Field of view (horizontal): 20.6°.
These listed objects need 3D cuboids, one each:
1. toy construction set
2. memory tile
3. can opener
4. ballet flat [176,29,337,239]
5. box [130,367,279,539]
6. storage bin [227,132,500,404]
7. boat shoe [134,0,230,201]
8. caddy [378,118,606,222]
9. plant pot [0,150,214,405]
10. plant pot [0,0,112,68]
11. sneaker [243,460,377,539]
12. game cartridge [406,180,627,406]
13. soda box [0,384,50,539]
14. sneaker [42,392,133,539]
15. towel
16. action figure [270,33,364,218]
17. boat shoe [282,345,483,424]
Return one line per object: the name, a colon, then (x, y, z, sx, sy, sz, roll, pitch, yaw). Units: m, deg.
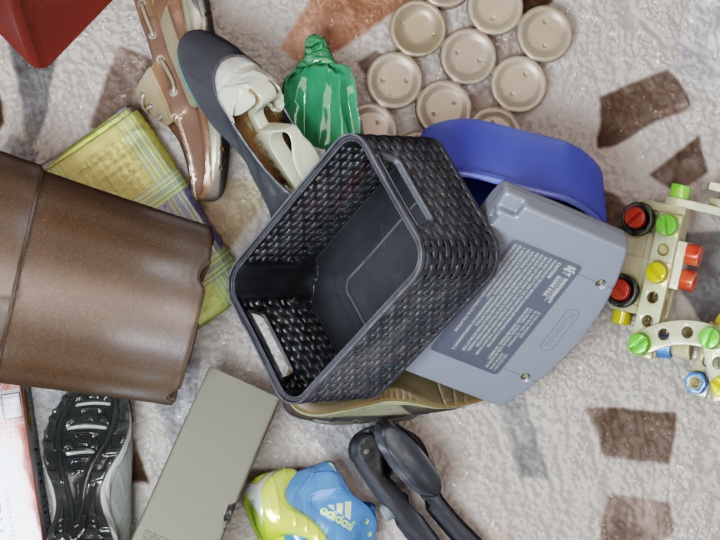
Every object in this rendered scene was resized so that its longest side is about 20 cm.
toy construction set: (0.282, 0.004, 1.685, 0.130, 0.092, 0.202, 13, 78, 23)
memory tile: (0.083, -0.163, 1.725, 0.152, 0.017, 0.201, 27, 87, 0)
can opener: (0.059, 0.213, 1.683, 0.063, 0.079, 0.201, -32, 101, 2)
ballet flat: (-0.077, -0.120, 1.630, 0.073, 0.073, 0.201, -31, 93, -3)
box: (-0.135, 0.185, 1.618, 0.068, 0.082, 0.201, 24, 53, -1)
storage bin: (0.000, 0.000, 1.564, 0.200, 0.093, 0.136, -49, 59, 35)
boat shoe: (-0.154, -0.154, 1.692, 0.071, 0.076, 0.202, -9, 78, 1)
caddy: (0.114, -0.036, 1.643, 0.198, 0.142, 0.105, 13, 45, -3)
plant pot: (-0.230, 0.017, 1.603, 0.196, 0.200, 0.202, 14, 86, -9)
plant pot: (-0.276, -0.316, 1.640, 0.200, 0.176, 0.200, 44, 87, 0)
sneaker: (-0.018, 0.253, 1.670, 0.104, 0.076, 0.201, -24, 97, -14)
game cartridge: (0.122, 0.023, 1.601, 0.132, 0.042, 0.200, 19, 129, -22)
soda box: (-0.299, 0.191, 1.665, 0.063, 0.068, 0.202, -8, 87, -2)
sneaker: (-0.226, 0.187, 1.671, 0.073, 0.079, 0.202, -2, 70, 9)
towel: (-0.201, -0.027, 1.704, 0.143, 0.023, 0.201, -35, 89, -4)
action figure: (-0.031, -0.101, 1.690, 0.117, 0.055, 0.202, -2, 92, 19)
boat shoe: (0.028, 0.091, 1.686, 0.198, 0.065, 0.074, -2, 74, -16)
